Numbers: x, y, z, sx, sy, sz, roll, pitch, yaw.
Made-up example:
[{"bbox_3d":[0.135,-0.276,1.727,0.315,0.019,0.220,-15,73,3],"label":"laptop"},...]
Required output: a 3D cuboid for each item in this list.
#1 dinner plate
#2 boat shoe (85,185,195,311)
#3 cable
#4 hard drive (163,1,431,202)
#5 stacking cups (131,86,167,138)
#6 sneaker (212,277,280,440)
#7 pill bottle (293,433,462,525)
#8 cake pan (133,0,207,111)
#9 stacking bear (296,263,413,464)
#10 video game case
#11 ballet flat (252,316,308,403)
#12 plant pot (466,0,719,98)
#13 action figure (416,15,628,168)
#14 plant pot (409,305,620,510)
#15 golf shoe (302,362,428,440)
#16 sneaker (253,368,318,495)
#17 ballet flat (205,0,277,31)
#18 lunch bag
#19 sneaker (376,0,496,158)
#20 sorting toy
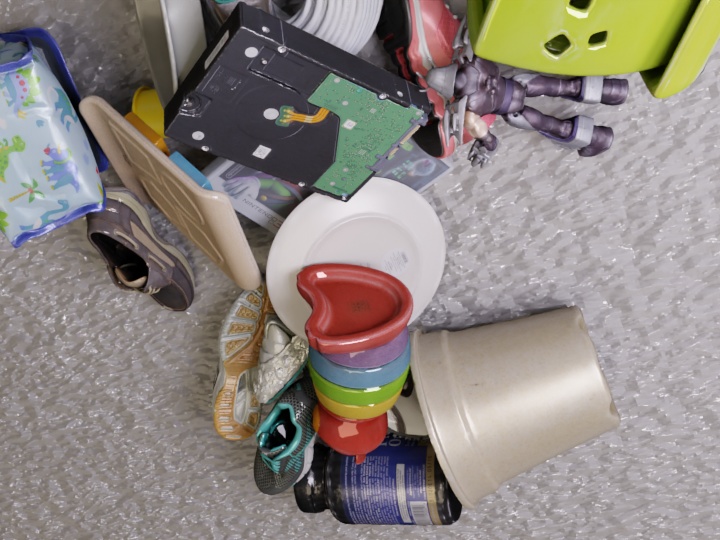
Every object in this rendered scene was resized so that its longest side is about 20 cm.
[{"bbox_3d":[0.000,0.000,0.927,0.197,0.024,0.203,-9,119,-16],"label":"dinner plate"},{"bbox_3d":[-0.255,-0.008,1.002,0.074,0.074,0.201,-5,141,23],"label":"boat shoe"},{"bbox_3d":[-0.073,-0.271,0.810,0.197,0.069,0.202,15,127,16],"label":"cable"},{"bbox_3d":[-0.054,-0.139,0.776,0.198,0.038,0.140,18,138,-32],"label":"hard drive"},{"bbox_3d":[-0.135,-0.167,0.900,0.197,0.061,0.061,-1,121,20],"label":"stacking cups"},{"bbox_3d":[-0.144,0.098,1.065,0.075,0.088,0.203,13,102,-18],"label":"sneaker"},{"bbox_3d":[0.022,0.257,1.093,0.197,0.112,0.113,-4,120,16],"label":"pill bottle"},{"bbox_3d":[-0.179,-0.240,0.814,0.036,0.200,0.203,-14,122,-17],"label":"cake pan"},{"bbox_3d":[-0.006,0.108,0.909,0.112,0.122,0.202,-4,127,-9],"label":"stacking bear"},{"bbox_3d":[-0.034,-0.100,0.900,0.199,0.024,0.181,-33,135,28],"label":"video game case"},{"bbox_3d":[-0.067,0.056,0.991,0.072,0.072,0.200,40,96,-12],"label":"ballet flat"},{"bbox_3d":[0.200,-0.262,0.690,0.179,0.200,0.202,17,123,-4],"label":"plant pot"},{"bbox_3d":[0.140,-0.154,0.800,0.197,0.069,0.132,9,97,-19],"label":"action figure"},{"bbox_3d":[0.171,0.131,0.946,0.181,0.201,0.202,-20,114,13],"label":"plant pot"},{"bbox_3d":[0.027,0.124,1.033,0.198,0.078,0.095,29,123,-6],"label":"golf shoe"},{"bbox_3d":[-0.093,0.194,1.021,0.077,0.091,0.201,38,124,19],"label":"sneaker"},{"bbox_3d":[-0.108,-0.238,0.765,0.072,0.073,0.202,-1,128,15],"label":"ballet flat"},{"bbox_3d":[-0.343,-0.146,0.905,0.126,0.200,0.172,-24,118,-11],"label":"lunch bag"},{"bbox_3d":[0.073,-0.213,0.834,0.086,0.074,0.203,-22,104,-21],"label":"sneaker"},{"bbox_3d":[-0.187,-0.080,0.909,0.199,0.037,0.186,36,161,23],"label":"sorting toy"}]
